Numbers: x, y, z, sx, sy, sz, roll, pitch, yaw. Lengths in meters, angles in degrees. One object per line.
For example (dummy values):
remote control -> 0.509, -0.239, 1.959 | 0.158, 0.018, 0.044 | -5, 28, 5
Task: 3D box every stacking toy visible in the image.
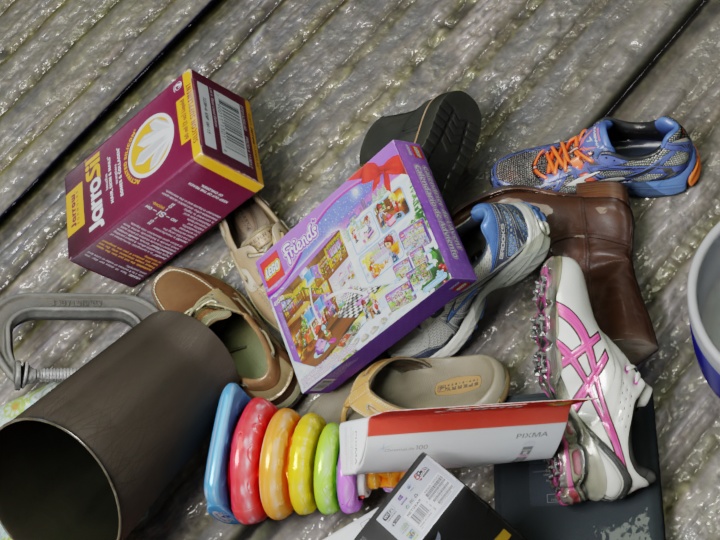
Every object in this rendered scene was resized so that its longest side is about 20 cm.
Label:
stacking toy -> -0.027, 0.168, 1.173 | 0.197, 0.116, 0.111 | 4, 70, 13

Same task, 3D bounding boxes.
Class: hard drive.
hard drive -> 0.180, 0.196, 1.139 | 0.138, 0.033, 0.202 | -6, 57, 13

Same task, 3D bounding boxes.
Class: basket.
basket -> -0.203, 0.135, 1.175 | 0.136, 0.181, 0.200 | 37, 43, 6

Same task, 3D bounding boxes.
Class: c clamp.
c clamp -> -0.256, 0.080, 1.305 | 0.197, 0.027, 0.172 | 5, 45, -12

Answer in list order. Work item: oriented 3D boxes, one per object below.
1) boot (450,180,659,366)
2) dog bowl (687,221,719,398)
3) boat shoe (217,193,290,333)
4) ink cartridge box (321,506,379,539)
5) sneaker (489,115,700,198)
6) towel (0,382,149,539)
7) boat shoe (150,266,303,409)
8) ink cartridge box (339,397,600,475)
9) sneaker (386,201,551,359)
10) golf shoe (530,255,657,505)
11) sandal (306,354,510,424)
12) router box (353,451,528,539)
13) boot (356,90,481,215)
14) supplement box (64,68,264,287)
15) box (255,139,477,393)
boot -> 0.164, 0.016, 1.226 | 0.184, 0.064, 0.202 | -11, 52, 15
dog bowl -> 0.377, 0.035, 1.154 | 0.198, 0.079, 0.202 | -8, 56, 12
boat shoe -> -0.092, -0.013, 1.333 | 0.071, 0.065, 0.200 | -35, 55, -7
ink cartridge box -> -0.036, 0.286, 1.145 | 0.198, 0.039, 0.100 | -28, 55, -4
sneaker -> 0.217, -0.108, 1.292 | 0.197, 0.079, 0.076 | -11, 55, 10
towel -> -0.304, 0.193, 1.278 | 0.198, 0.048, 0.172 | -25, 56, 0
boat shoe -> -0.129, 0.054, 1.293 | 0.199, 0.074, 0.076 | 37, 82, 32
ink cartridge box -> 0.076, 0.127, 1.041 | 0.160, 0.200, 0.058 | -3, 86, -10
sneaker -> 0.074, 0.007, 1.216 | 0.200, 0.085, 0.077 | -50, 48, 28
golf shoe -> 0.188, 0.086, 1.123 | 0.091, 0.073, 0.203 | -7, 84, -1
sandal -> 0.034, 0.110, 1.214 | 0.198, 0.054, 0.081 | -16, 53, 22
router box -> 0.037, 0.258, 1.045 | 0.201, 0.157, 0.052 | -51, 46, -6
boot -> 0.027, -0.075, 1.321 | 0.138, 0.077, 0.201 | -5, 47, 55
supplement box -> -0.197, -0.088, 1.351 | 0.199, 0.085, 0.111 | -34, 50, 29
box -> 0.000, 0.000, 1.199 | 0.200, 0.039, 0.138 | -39, 62, 35
